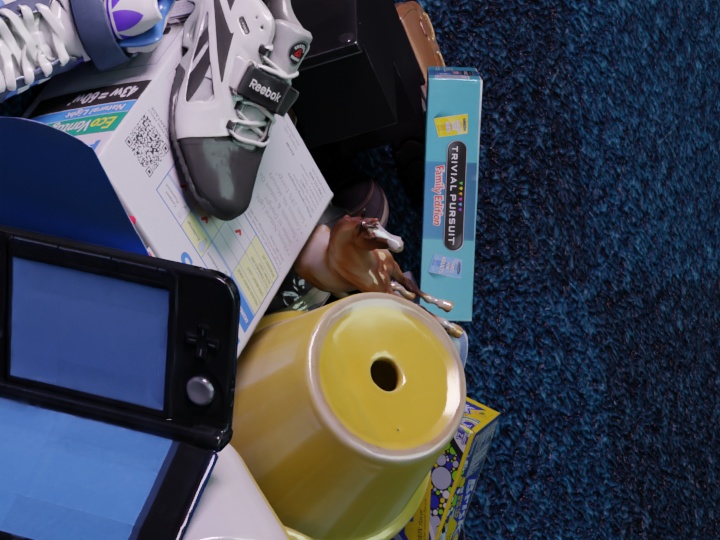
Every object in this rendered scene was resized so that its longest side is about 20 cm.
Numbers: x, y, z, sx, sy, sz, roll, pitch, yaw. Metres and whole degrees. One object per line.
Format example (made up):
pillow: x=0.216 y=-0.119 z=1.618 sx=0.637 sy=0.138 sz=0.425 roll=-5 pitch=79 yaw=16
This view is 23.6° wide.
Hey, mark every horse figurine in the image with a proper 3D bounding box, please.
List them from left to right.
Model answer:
horse figurine: x=0.000 y=0.000 z=1.335 sx=0.132 sy=0.200 sz=0.050 roll=33 pitch=81 yaw=-24

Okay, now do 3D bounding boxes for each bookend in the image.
bookend: x=-0.014 y=-0.160 z=1.420 sx=0.199 sy=0.092 sz=0.200 roll=-92 pitch=162 yaw=-46

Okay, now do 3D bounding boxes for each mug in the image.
mug: x=-0.112 y=0.199 z=1.179 sx=0.187 sy=0.149 sz=0.153 roll=60 pitch=1 yaw=-39

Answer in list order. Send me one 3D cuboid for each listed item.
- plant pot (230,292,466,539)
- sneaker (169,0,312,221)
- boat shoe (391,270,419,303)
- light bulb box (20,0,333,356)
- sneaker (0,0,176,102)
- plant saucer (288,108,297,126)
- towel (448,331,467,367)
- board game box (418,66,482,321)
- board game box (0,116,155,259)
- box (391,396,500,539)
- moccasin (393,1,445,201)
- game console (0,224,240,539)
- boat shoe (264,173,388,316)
plant pot: x=-0.018 y=0.109 z=1.295 sx=0.200 sy=0.189 sz=0.202 roll=11 pitch=62 yaw=-23
sneaker: x=-0.077 y=-0.136 z=1.190 sx=0.074 sy=0.088 sz=0.201 roll=16 pitch=71 yaw=-54
boat shoe: x=0.017 y=0.055 z=1.528 sx=0.202 sy=0.086 sz=0.075 roll=-72 pitch=143 yaw=-79
light bulb box: x=-0.145 y=-0.060 z=1.261 sx=0.199 sy=0.124 sz=0.200 roll=60 pitch=40 yaw=-30
sneaker: x=-0.209 y=-0.165 z=1.167 sx=0.200 sy=0.146 sz=0.081 roll=-39 pitch=116 yaw=-52
plant saucer: x=-0.101 y=-0.198 z=1.388 sx=0.200 sy=0.034 sz=0.201 roll=-13 pitch=90 yaw=-76
towel: x=0.037 y=0.153 z=1.515 sx=0.200 sy=0.024 sz=0.147 roll=-47 pitch=155 yaw=-47
board game box: x=0.077 y=-0.070 z=1.482 sx=0.151 sy=0.047 sz=0.201 roll=-78 pitch=169 yaw=-79
board game box: x=-0.197 y=-0.023 z=1.148 sx=0.039 sy=0.158 sz=0.201 roll=-53 pitch=125 yaw=-47
box: x=0.050 y=0.202 z=1.466 sx=0.064 sy=0.070 sz=0.201 roll=-22 pitch=132 yaw=-62
moccasin: x=0.063 y=-0.156 z=1.639 sx=0.078 sy=0.074 sz=0.202 roll=-23 pitch=94 yaw=-45
game console: x=-0.190 y=0.080 z=1.083 sx=0.118 sy=0.199 sz=0.171 roll=-47 pitch=145 yaw=-63
boat shoe: x=-0.038 y=-0.031 z=1.459 sx=0.073 sy=0.074 sz=0.200 roll=64 pitch=37 yaw=-26
